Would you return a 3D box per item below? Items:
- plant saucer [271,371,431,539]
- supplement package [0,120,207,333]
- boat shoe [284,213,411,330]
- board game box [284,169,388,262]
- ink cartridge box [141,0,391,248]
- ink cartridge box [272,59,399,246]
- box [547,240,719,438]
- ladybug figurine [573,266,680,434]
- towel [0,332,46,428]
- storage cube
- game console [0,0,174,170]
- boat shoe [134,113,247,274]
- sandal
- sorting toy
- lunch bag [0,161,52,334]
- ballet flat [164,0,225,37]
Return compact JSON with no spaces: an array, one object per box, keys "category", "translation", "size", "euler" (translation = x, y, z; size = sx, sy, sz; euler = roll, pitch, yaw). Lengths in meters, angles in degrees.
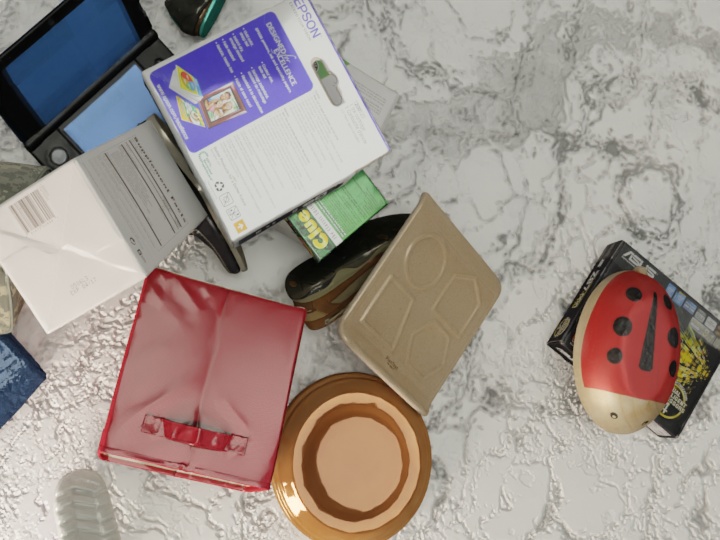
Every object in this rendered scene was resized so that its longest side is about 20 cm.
[{"category":"plant saucer","translation":[-0.007,0.221,1.038],"size":[0.195,0.037,0.205],"euler":[2,84,-15]},{"category":"supplement package","translation":[-0.251,-0.051,0.870],"size":[0.120,0.200,0.121],"euler":[-27,104,14]},{"category":"boat shoe","translation":[0.000,0.000,1.053],"size":[0.198,0.075,0.075],"euler":[-31,120,-24]},{"category":"board game box","translation":[-0.068,-0.121,0.980],"size":[0.104,0.023,0.201],"euler":[-38,93,-15]},{"category":"ink cartridge box","translation":[-0.097,-0.160,0.944],"size":[0.197,0.043,0.201],"euler":[-29,91,-10]},{"category":"ink cartridge box","translation":[-0.065,-0.146,1.039],"size":[0.144,0.084,0.203],"euler":[30,79,-8]},{"category":"box","translation":[0.358,0.088,1.139],"size":[0.199,0.049,0.162],"euler":[39,75,-6]},{"category":"ladybug figurine","translation":[0.325,0.094,1.070],"size":[0.132,0.072,0.205],"euler":[9,82,-11]},{"category":"towel","translation":[-0.433,0.144,0.932],"size":[0.112,0.048,0.200],"euler":[45,75,-6]},{"category":"storage cube","translation":[-0.167,0.121,0.930],"size":[0.167,0.200,0.184],"euler":[15,74,-11]},{"category":"game console","translation":[-0.277,-0.191,0.973],"size":[0.171,0.118,0.200],"euler":[46,76,-5]},{"category":"boat shoe","translation":[-0.197,-0.074,1.004],"size":[0.062,0.073,0.202],"euler":[-32,105,1]},{"category":"sandal","translation":[-0.289,0.317,0.952],"size":[0.081,0.050,0.207],"euler":[4,70,-28]},{"category":"sorting toy","translation":[0.071,0.041,1.049],"size":[0.185,0.036,0.202],"euler":[44,70,-36]},{"category":"lunch bag","translation":[-0.415,-0.048,0.906],"size":[0.195,0.141,0.171],"euler":[10,52,-6]},{"category":"ballet flat","translation":[-0.161,-0.369,1.051],"size":[0.068,0.068,0.202],"euler":[33,77,0]}]
